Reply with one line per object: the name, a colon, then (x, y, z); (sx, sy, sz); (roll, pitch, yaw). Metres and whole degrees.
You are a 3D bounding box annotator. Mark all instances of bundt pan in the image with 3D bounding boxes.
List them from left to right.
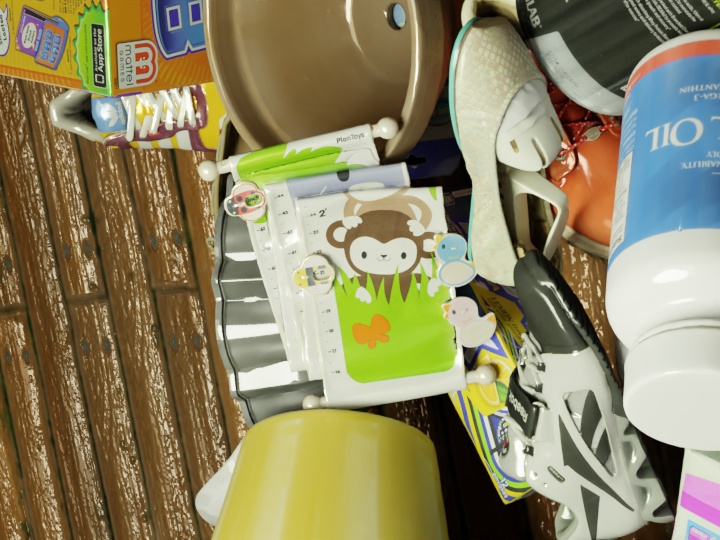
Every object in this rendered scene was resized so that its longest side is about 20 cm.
bundt pan: (-0.028, 0.015, 1.342); (0.075, 0.202, 0.204); (-4, 99, 20)

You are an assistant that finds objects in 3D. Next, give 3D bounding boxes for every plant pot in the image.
plant pot: (-0.020, 0.199, 1.263); (0.200, 0.200, 0.191); (-24, 54, 47)
plant pot: (-0.004, -0.160, 1.272); (0.200, 0.092, 0.203); (17, 114, 43)

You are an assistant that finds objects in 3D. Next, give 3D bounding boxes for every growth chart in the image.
growth chart: (0.000, 0.000, 1.231); (0.144, 0.018, 0.201); (-18, 112, 7)

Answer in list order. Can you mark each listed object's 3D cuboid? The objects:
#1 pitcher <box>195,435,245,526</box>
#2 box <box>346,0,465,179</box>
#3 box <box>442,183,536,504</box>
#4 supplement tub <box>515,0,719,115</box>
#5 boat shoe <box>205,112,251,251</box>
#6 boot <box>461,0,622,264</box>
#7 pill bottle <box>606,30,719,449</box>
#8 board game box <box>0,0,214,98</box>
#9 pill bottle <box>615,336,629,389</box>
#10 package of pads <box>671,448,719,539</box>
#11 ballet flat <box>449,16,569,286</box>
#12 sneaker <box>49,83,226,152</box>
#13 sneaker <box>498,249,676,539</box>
pitcher: (-0.021, 0.176, 1.433); (0.200, 0.121, 0.173); (46, 119, 43)
box: (0.031, -0.163, 1.330); (0.118, 0.041, 0.202); (-2, 101, 47)
box: (0.089, 0.045, 1.302); (0.064, 0.070, 0.201); (-39, 73, 40)
supplement tub: (0.190, -0.175, 1.097); (0.199, 0.122, 0.124); (-25, 82, 47)
boat shoe: (-0.081, -0.049, 1.440); (0.073, 0.063, 0.201); (22, 130, 24)
boot: (0.125, -0.087, 1.194); (0.200, 0.075, 0.107); (49, 168, 24)
pill bottle: (0.186, -0.015, 1.029); (0.112, 0.112, 0.201); (-31, 41, 46)
board game box: (-0.161, -0.244, 1.391); (0.199, 0.199, 0.202); (15, 112, 43)
pill bottle: (0.244, 0.052, 1.109); (0.199, 0.112, 0.113); (6, 105, 45)
package of pads: (0.269, 0.201, 1.157); (0.199, 0.068, 0.156); (24, 118, 41)
ballet flat: (0.095, -0.065, 1.154); (0.062, 0.068, 0.201); (25, 147, 27)
sneaker: (-0.150, -0.120, 1.495); (0.199, 0.090, 0.076); (-2, 99, 47)
sneaker: (0.117, 0.085, 1.184); (0.074, 0.088, 0.201); (-99, -14, -66)
